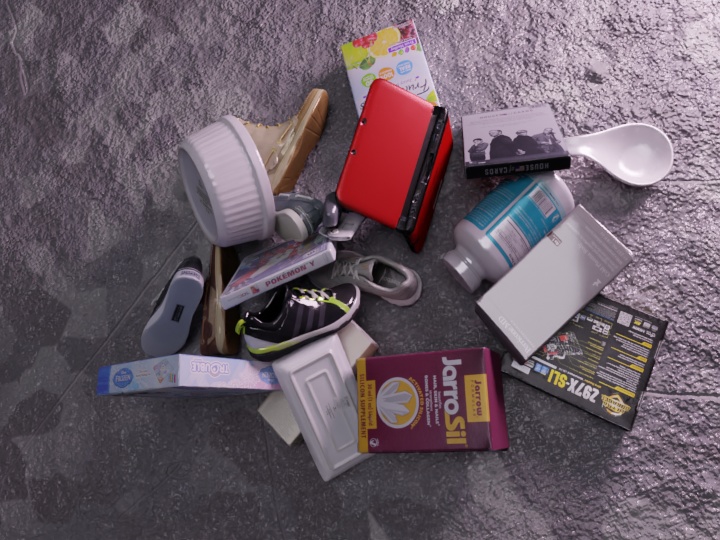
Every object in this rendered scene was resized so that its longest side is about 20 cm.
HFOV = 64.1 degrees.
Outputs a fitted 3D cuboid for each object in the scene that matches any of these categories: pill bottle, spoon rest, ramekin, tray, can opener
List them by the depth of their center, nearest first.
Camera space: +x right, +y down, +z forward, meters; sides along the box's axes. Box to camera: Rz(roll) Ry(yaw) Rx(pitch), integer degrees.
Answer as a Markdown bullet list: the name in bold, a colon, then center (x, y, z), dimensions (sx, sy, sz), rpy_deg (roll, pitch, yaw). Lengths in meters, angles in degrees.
- **tray**: center (-0.044, 0.203, 0.841), dimensions (0.105, 0.022, 0.205), rpy_deg (-25, 102, -10)
- **pill bottle**: center (0.215, -0.061, 0.863), dimensions (0.199, 0.111, 0.111), rpy_deg (-43, 71, -1)
- **spoon rest**: center (0.376, -0.177, 0.882), dimensions (0.193, 0.061, 0.103), rpy_deg (2, 76, 15)
- **can opener**: center (-0.011, -0.111, 0.895), dimensions (0.052, 0.069, 0.202), rpy_deg (10, 36, 15)
- **ramekin**: center (-0.219, -0.134, 0.919), dimensions (0.092, 0.204, 0.205), rpy_deg (-23, 68, -25)

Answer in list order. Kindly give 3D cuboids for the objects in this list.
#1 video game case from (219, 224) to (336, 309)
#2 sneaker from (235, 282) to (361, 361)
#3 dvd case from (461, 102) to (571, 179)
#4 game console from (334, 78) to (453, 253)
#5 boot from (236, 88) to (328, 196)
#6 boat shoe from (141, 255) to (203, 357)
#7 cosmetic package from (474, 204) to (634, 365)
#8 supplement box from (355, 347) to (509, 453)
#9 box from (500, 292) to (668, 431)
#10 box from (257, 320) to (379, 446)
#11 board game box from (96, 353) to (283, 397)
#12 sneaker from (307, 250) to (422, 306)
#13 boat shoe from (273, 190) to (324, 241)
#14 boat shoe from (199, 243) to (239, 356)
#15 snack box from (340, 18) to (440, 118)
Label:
- **video game case**: center (-0.119, -0.018, 0.898), dimensions (0.177, 0.201, 0.024), rpy_deg (-24, 107, 7)
- **sneaker**: center (-0.084, 0.055, 0.825), dimensions (0.196, 0.085, 0.071), rpy_deg (-29, 30, -24)
- **dvd case**: center (0.229, -0.201, 0.879), dimensions (0.145, 0.025, 0.202), rpy_deg (-5, 34, 12)
- **game console**: center (0.060, -0.156, 0.893), dimensions (0.115, 0.172, 0.206), rpy_deg (16, 80, 17)
- **boot**: center (-0.154, -0.249, 1.021), dimensions (0.152, 0.073, 0.205), rpy_deg (26, 89, 18)
- **boat shoe**: center (-0.311, 0.060, 0.957), dimensions (0.071, 0.202, 0.069), rpy_deg (16, 35, -20)
- **cosmetic package**: center (0.260, 0.023, 0.794), dimensions (0.199, 0.090, 0.107), rpy_deg (-43, 74, -3)
- **supplement box**: center (0.099, 0.188, 0.809), dimensions (0.194, 0.103, 0.136), rpy_deg (-10, 72, 25)
- **box**: center (0.316, 0.111, 0.828), dimensions (0.195, 0.049, 0.164), rpy_deg (22, 84, 18)
- **box**: center (-0.064, 0.166, 0.893), dimensions (0.082, 0.068, 0.201), rpy_deg (40, 87, 19)
- **board game box**: center (-0.239, 0.158, 0.834), dimensions (0.194, 0.198, 0.045), rpy_deg (-12, 72, 35)
- **sneaker**: center (0.000, 0.000, 0.908), dimensions (0.193, 0.092, 0.078), rpy_deg (8, 76, 15)
- **boat shoe**: center (-0.111, -0.093, 0.934), dimensions (0.061, 0.199, 0.074), rpy_deg (-37, 112, -15)
- **boat shoe**: center (-0.246, 0.042, 0.969), dimensions (0.069, 0.072, 0.208), rpy_deg (-9, 75, 15)
- **snack box**: center (0.055, -0.318, 0.998), dimensions (0.138, 0.053, 0.207), rpy_deg (-17, 73, 10)
